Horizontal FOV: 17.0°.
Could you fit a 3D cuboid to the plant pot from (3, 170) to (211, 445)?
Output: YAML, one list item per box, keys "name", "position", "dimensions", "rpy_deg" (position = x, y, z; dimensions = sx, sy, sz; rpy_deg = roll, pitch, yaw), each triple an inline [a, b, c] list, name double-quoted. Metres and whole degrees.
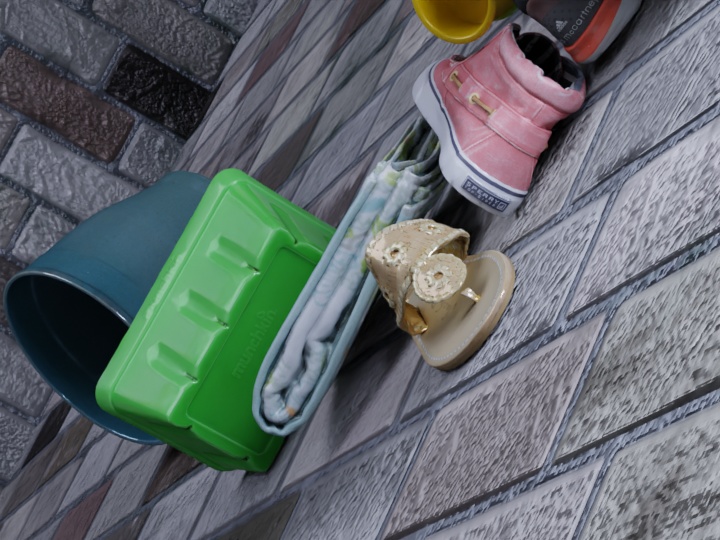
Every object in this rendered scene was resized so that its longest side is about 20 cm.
- name: "plant pot"
  position: [-0.182, 0.020, 2.145]
  dimensions: [0.188, 0.200, 0.200]
  rpy_deg: [-48, 2, -32]

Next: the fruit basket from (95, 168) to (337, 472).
- name: "fruit basket"
  position: [-0.095, 0.040, 1.784]
  dimensions: [0.215, 0.155, 0.216]
  rpy_deg: [-39, 34, 33]

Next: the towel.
- name: "towel"
  position: [0.000, 0.000, 1.588]
  dimensions: [0.201, 0.048, 0.171]
  rpy_deg: [-60, -3, 21]

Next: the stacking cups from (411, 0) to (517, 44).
- name: "stacking cups"
  position: [0.108, -0.199, 1.525]
  dimensions: [0.200, 0.061, 0.061]
  rpy_deg: [-33, -15, -50]

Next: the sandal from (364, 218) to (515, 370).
- name: "sandal"
  position: [0.031, 0.003, 1.428]
  dimensions: [0.078, 0.069, 0.212]
  rpy_deg: [-60, 10, 3]

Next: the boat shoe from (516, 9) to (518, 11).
- name: "boat shoe"
  position: [0.137, -0.267, 1.676]
  dimensions: [0.202, 0.074, 0.065]
  rpy_deg: [-58, 15, 37]

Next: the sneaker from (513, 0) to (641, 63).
- name: "sneaker"
  position: [0.141, -0.216, 1.469]
  dimensions: [0.077, 0.082, 0.201]
  rpy_deg: [-50, 14, 43]

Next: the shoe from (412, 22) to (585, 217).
- name: "shoe"
  position: [0.089, -0.110, 1.482]
  dimensions: [0.091, 0.071, 0.200]
  rpy_deg: [-55, 16, 17]
